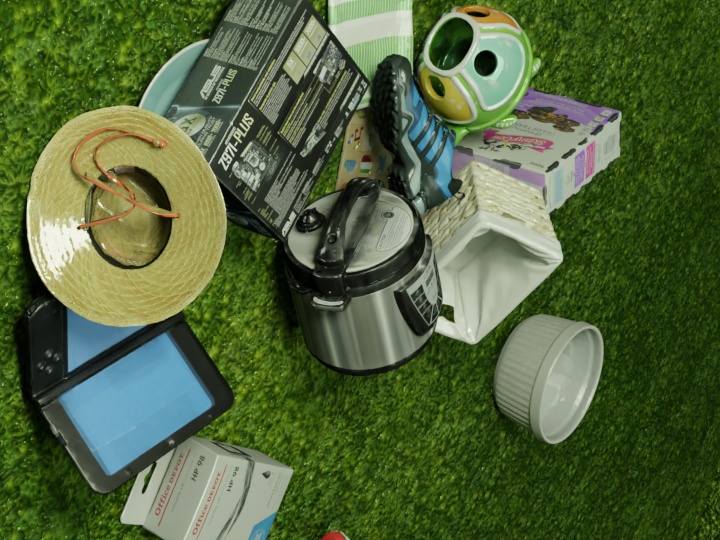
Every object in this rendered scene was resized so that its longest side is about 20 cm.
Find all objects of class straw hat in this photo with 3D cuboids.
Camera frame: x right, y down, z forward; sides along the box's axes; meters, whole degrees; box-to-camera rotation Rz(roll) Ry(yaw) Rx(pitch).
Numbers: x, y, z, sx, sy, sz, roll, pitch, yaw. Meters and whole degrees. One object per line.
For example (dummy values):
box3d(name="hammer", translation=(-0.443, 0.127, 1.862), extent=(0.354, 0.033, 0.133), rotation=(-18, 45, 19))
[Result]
box3d(name="straw hat", translation=(-0.218, -0.050, 1.228), extent=(0.085, 0.198, 0.204), rotation=(-171, -77, -87))

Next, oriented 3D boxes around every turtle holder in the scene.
box3d(name="turtle holder", translation=(0.123, -0.244, 1.598), extent=(0.185, 0.142, 0.131), rotation=(-38, 153, 15))

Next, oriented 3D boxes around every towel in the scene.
box3d(name="towel", translation=(0.015, -0.292, 1.502), extent=(0.152, 0.023, 0.203), rotation=(-24, 125, -45))

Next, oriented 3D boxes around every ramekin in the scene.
box3d(name="ramekin", translation=(0.299, 0.167, 2.081), extent=(0.199, 0.104, 0.203), rotation=(-30, 131, -43))

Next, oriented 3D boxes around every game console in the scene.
box3d(name="game console", translation=(-0.222, 0.086, 1.280), extent=(0.199, 0.116, 0.178), rotation=(-33, 144, -42))

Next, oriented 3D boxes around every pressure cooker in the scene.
box3d(name="pressure cooker", translation=(-0.003, 0.000, 1.503), extent=(0.177, 0.176, 0.202), rotation=(-24, 130, -14))

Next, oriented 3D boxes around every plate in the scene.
box3d(name="plate", translation=(-0.169, -0.139, 1.326), extent=(0.199, 0.025, 0.203), rotation=(-30, 129, -44))

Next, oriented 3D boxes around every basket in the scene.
box3d(name="basket", translation=(0.144, -0.024, 1.643), extent=(0.134, 0.125, 0.200), rotation=(22, 133, -25))

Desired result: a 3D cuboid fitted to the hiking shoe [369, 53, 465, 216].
box3d(name="hiking shoe", translation=(0.068, -0.166, 1.525), extent=(0.086, 0.074, 0.203), rotation=(-23, 121, -19))

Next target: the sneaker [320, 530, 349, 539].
box3d(name="sneaker", translation=(-0.072, 0.443, 1.729), extent=(0.085, 0.076, 0.202), rotation=(36, 76, -50))

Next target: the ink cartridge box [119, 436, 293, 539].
box3d(name="ink cartridge box", translation=(-0.174, 0.261, 1.490), extent=(0.199, 0.066, 0.117), rotation=(25, 87, -57))

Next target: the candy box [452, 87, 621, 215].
box3d(name="candy box", translation=(0.235, -0.165, 1.758), extent=(0.199, 0.166, 0.072), rotation=(-38, 135, -38))

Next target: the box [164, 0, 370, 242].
box3d(name="box", translation=(-0.098, -0.160, 1.315), extent=(0.202, 0.085, 0.164), rotation=(-62, 146, -11))

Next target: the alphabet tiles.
box3d(name="alphabet tiles", translation=(0.028, -0.149, 1.616), extent=(0.165, 0.006, 0.203), rotation=(-8, 113, -54))
